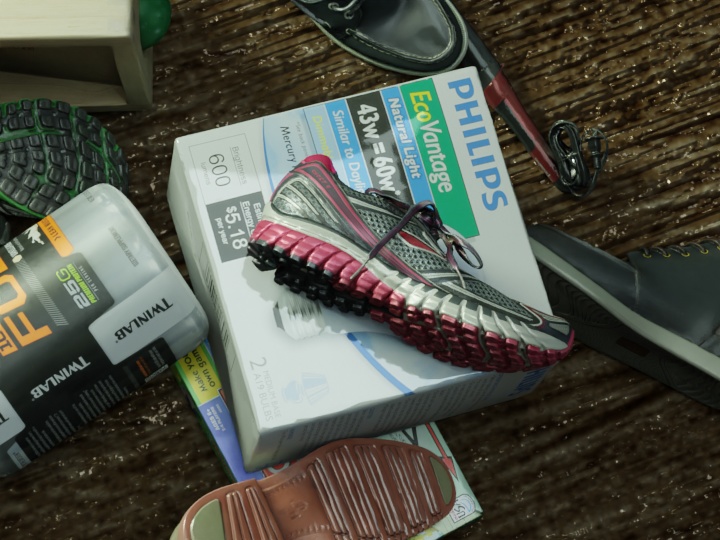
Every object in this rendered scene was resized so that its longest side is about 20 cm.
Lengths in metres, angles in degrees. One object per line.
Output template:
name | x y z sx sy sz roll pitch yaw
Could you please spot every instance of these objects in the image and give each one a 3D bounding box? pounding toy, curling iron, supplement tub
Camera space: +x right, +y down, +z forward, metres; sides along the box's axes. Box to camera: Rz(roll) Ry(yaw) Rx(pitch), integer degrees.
pounding toy | -0.195 -0.187 1.593 0.200 0.184 0.142 -1 77 -1
curling iron | 0.099 -0.133 1.685 0.050 0.026 0.200 -43 79 21
supplement tub | -0.205 0.046 1.541 0.200 0.123 0.123 -35 83 -7

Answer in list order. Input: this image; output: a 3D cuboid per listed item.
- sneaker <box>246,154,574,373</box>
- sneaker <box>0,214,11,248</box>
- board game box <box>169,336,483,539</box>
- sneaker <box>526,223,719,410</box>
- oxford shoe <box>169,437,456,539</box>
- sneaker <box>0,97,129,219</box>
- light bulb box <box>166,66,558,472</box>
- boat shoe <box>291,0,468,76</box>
sneaker | 0.037 -0.001 1.458 0.200 0.081 0.075 26 72 -1
sneaker | -0.323 -0.027 1.558 0.200 0.076 0.088 -12 93 -7
board game box | -0.026 0.103 1.607 0.134 0.029 0.200 -27 81 -15
sneaker | 0.194 0.004 1.648 0.200 0.075 0.106 31 69 -9
oxford shoe | -0.035 0.153 1.546 0.200 0.074 0.071 -8 71 -30
sneaker | -0.244 -0.076 1.601 0.200 0.085 0.078 17 74 -20
light bulb box | 0.000 0.000 1.558 0.200 0.125 0.199 -15 78 -11
boat shoe | -0.015 -0.200 1.660 0.199 0.066 0.075 42 93 4
